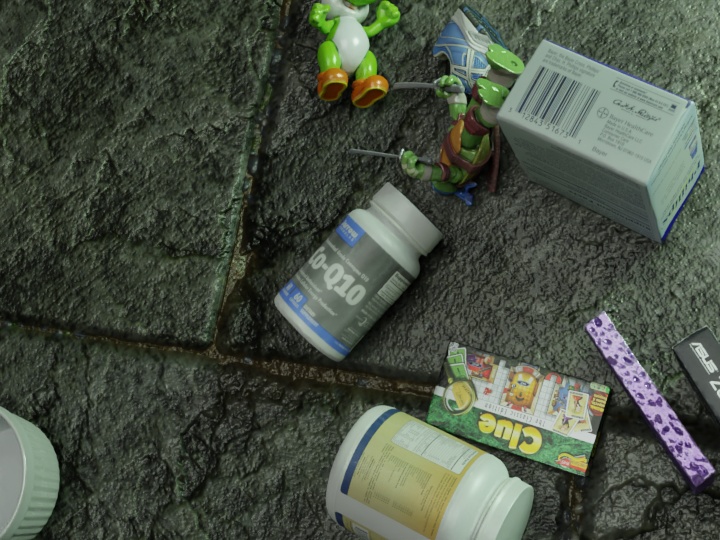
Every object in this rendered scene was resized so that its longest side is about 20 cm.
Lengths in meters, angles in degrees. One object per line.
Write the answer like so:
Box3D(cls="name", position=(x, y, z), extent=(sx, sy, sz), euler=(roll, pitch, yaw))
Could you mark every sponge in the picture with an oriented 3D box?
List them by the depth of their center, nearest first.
Box3D(cls="sponge", position=(0.309, 0.142, 1.199), extent=(0.030, 0.112, 0.201), euler=(-34, 67, 6))

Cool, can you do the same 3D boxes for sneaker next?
Box3D(cls="sneaker", position=(0.162, -0.234, 1.389), extent=(0.077, 0.075, 0.201), euler=(-43, 61, 23))

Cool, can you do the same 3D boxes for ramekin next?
Box3D(cls="ramekin", position=(-0.487, 0.277, 1.466), extent=(0.197, 0.105, 0.203), euler=(-6, 73, 20))

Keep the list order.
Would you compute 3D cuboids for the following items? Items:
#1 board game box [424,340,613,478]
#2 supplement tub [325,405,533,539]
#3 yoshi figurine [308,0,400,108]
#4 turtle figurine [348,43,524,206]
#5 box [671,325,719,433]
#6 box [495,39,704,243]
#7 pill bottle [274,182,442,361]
Box3D(cls="board game box", position=(0.180, 0.157, 1.294), extent=(0.198, 0.023, 0.106), euler=(15, 83, 24))
Box3D(cls="supplement tub", position=(0.076, 0.251, 1.239), extent=(0.198, 0.144, 0.146), euler=(23, 84, 24))
Box3D(cls="yoshi figurine", position=(-0.008, -0.321, 1.448), extent=(0.110, 0.112, 0.203), euler=(-10, 67, 18))
Box3D(cls="turtle figurine", position=(0.094, -0.180, 1.321), extent=(0.201, 0.143, 0.194), euler=(53, 139, 11))
Box3D(cls="box", position=(0.391, 0.165, 1.135), extent=(0.049, 0.161, 0.201), euler=(-32, 66, 8))
Box3D(cls="box", position=(0.269, -0.139, 1.242), extent=(0.183, 0.200, 0.106), euler=(30, 85, 25))
Box3D(cls="pill bottle", position=(0.000, 0.000, 1.354), extent=(0.200, 0.114, 0.114), euler=(-48, 65, 2))
